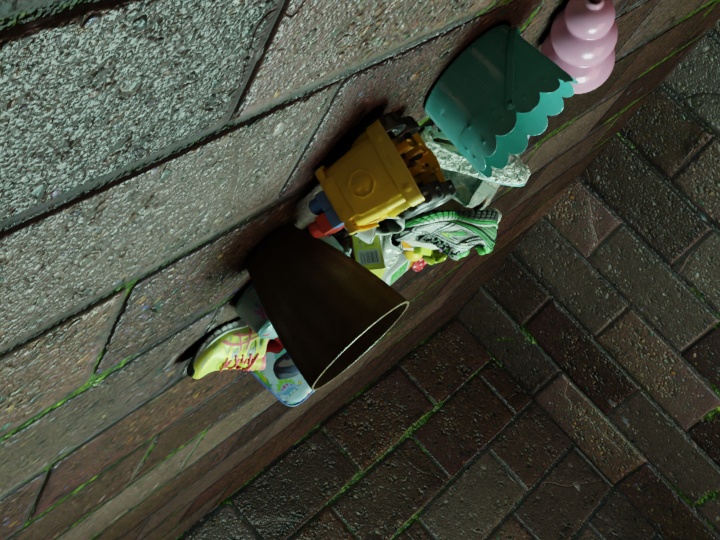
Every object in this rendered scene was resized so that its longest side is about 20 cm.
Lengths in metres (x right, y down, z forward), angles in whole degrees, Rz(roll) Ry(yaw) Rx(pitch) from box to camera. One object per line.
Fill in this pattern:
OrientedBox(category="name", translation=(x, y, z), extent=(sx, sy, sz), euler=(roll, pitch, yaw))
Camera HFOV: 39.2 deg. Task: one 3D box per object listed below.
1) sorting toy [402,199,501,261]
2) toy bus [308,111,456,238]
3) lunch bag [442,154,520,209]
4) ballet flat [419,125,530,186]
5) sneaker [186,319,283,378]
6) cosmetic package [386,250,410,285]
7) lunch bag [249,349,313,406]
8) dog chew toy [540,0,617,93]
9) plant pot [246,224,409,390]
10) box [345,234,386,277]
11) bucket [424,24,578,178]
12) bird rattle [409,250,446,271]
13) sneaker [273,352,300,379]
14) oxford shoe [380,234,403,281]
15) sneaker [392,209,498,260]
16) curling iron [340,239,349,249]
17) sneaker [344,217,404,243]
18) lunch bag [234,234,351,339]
OrientedBox(category="sorting toy", translation=(0.164, -0.079, 1.843), extent=(0.200, 0.107, 0.180), euler=(-29, -162, -21))
OrientedBox(category="toy bus", translation=(0.017, -0.113, 1.406), extent=(0.192, 0.136, 0.200), euler=(-33, 176, 19))
OrientedBox(category="lunch bag", translation=(0.208, -0.210, 1.723), extent=(0.200, 0.118, 0.164), euler=(-60, 168, 7))
OrientedBox(category="ballet flat", translation=(0.180, -0.183, 1.593), extent=(0.072, 0.200, 0.072), euler=(-169, -90, -84))
OrientedBox(category="sneaker", translation=(-0.197, 0.133, 1.654), extent=(0.200, 0.090, 0.078), euler=(-31, 166, -43))
OrientedBox(category="cosmetic package", translation=(-0.004, 0.021, 1.949), extent=(0.200, 0.085, 0.108), euler=(-43, 171, -10))
OrientedBox(category="lunch bag", translation=(-0.104, 0.123, 1.775), extent=(0.200, 0.161, 0.082), euler=(-46, -177, 13))
OrientedBox(category="dog chew toy", translation=(0.362, -0.378, 1.646), extent=(0.125, 0.125, 0.200), euler=(-40, 162, -15))
OrientedBox(category="plant pot", translation=(-0.065, 0.036, 1.455), extent=(0.187, 0.200, 0.187), euler=(-41, 169, -9))
OrientedBox(category="box", translation=(0.000, 0.000, 1.728), extent=(0.050, 0.075, 0.200), euler=(-7, 163, -11))
OrientedBox(category="bucket", translation=(0.203, -0.251, 1.485), extent=(0.207, 0.135, 0.207), euler=(-42, 170, -9))
OrientedBox(category="bird rattle", translation=(0.098, -0.042, 2.149), extent=(0.163, 0.113, 0.200), euler=(-28, 178, -17))
OrientedBox(category="sneaker", translation=(-0.079, 0.106, 1.679), extent=(0.200, 0.082, 0.070), euler=(-34, -156, 16))
OrientedBox(category="oxford shoe", translation=(0.046, -0.032, 1.814), extent=(0.200, 0.058, 0.075), euler=(95, 16, -44))
OrientedBox(category="sneaker", translation=(0.147, -0.060, 1.697), extent=(0.200, 0.085, 0.078), euler=(-1, 179, -23))
OrientedBox(category="curling iron", translation=(-0.031, -0.031, 1.788), extent=(0.200, 0.026, 0.050), euler=(-34, 158, -41))
OrientedBox(category="sneaker", translation=(0.050, -0.103, 1.650), extent=(0.200, 0.089, 0.074), euler=(-37, 167, -36))
OrientedBox(category="lunch bag", translation=(-0.099, 0.022, 1.612), extent=(0.200, 0.077, 0.160), euler=(-43, 170, 0))
